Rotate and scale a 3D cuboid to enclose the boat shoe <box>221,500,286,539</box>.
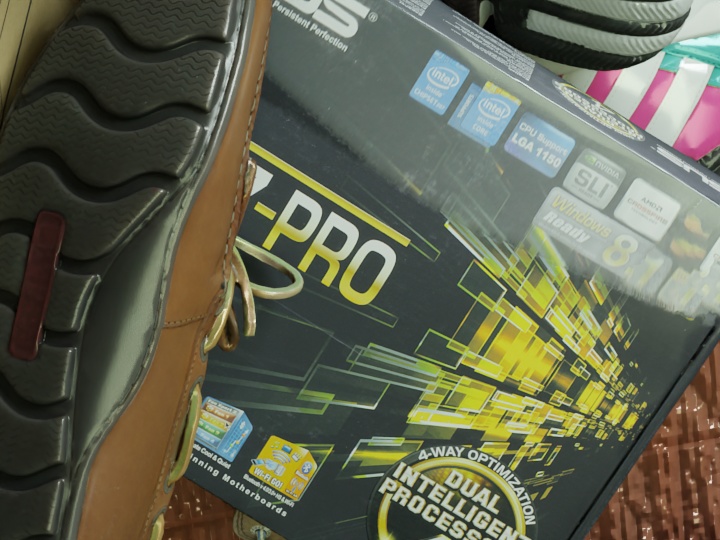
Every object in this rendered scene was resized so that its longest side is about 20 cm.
[{"bbox_3d":[-0.014,0.058,0.865,0.072,0.072,0.200,-33,101,3],"label":"boat shoe"}]

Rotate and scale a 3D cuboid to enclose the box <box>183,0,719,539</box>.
[{"bbox_3d":[0.000,0.000,0.784,0.200,0.049,0.161,33,105,-2],"label":"box"}]

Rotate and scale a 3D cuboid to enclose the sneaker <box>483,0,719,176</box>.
[{"bbox_3d":[0.071,-0.028,0.852,0.200,0.084,0.121,-13,102,-8],"label":"sneaker"}]

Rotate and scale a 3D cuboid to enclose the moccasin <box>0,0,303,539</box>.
[{"bbox_3d":[-0.063,0.005,0.732,0.074,0.078,0.202,8,86,24],"label":"moccasin"}]

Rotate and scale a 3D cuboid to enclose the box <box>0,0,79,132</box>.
[{"bbox_3d":[-0.109,-0.084,0.707,0.021,0.200,0.164,8,131,8],"label":"box"}]

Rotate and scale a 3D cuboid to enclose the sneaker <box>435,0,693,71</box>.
[{"bbox_3d":[0.021,-0.135,0.816,0.200,0.116,0.076,21,138,11],"label":"sneaker"}]
